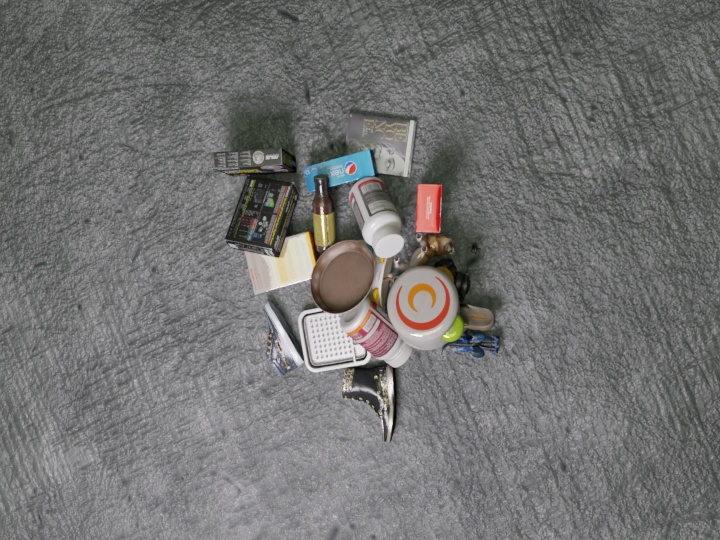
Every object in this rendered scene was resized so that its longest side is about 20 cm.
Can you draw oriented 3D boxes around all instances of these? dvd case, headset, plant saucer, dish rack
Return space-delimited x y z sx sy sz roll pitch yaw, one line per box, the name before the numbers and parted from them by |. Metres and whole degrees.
dvd case | 0.052 -0.346 1.461 0.191 0.016 0.156 9 93 7
headset | 0.251 0.013 1.435 0.122 0.094 0.202 37 112 -2
plant saucer | -0.042 0.021 1.387 0.193 0.034 0.208 -13 61 24
dish rack | -0.071 0.184 1.488 0.192 0.044 0.179 -10 92 8

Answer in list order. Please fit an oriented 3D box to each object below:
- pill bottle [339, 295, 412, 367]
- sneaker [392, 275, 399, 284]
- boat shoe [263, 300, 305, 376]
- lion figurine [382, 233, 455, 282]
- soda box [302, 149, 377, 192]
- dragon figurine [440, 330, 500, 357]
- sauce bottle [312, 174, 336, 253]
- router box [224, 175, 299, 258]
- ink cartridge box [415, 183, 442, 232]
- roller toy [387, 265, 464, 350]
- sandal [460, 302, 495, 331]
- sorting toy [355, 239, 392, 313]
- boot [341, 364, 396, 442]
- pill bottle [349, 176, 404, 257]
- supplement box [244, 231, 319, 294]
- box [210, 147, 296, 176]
pill bottle | 0.045 0.165 1.406 0.110 0.110 0.199 -46 115 6
sneaker | 0.138 0.111 1.423 0.077 0.090 0.205 -32 86 40
boat shoe | -0.241 0.196 1.496 0.089 0.071 0.205 -29 91 4
lion figurine | 0.154 -0.028 1.392 0.198 0.121 0.074 -39 64 19
soda box | -0.054 -0.271 1.442 0.192 0.064 0.071 -12 100 14
dragon figurine | 0.294 0.195 1.392 0.097 0.196 0.062 2 89 44
sauce bottle | -0.099 -0.154 1.433 0.062 0.065 0.208 3 115 7
router box | -0.266 -0.149 1.446 0.144 0.062 0.207 11 72 16
ink cartridge box | 0.176 -0.157 1.360 0.064 0.200 0.122 2 93 7
roller toy | 0.160 0.094 1.323 0.175 0.140 0.208 -13 67 9
sandal | 0.257 0.120 1.384 0.191 0.055 0.085 4 66 8
sorting toy | 0.000 0.000 1.457 0.174 0.106 0.209 12 94 26
boot | 0.025 0.365 1.471 0.147 0.073 0.213 0 89 11
pill bottle | 0.045 -0.137 1.379 0.108 0.111 0.205 -27 53 8
supplement box | -0.214 -0.021 1.482 0.192 0.073 0.131 -14 90 6
box | -0.285 -0.292 1.436 0.191 0.160 0.046 -2 93 7
